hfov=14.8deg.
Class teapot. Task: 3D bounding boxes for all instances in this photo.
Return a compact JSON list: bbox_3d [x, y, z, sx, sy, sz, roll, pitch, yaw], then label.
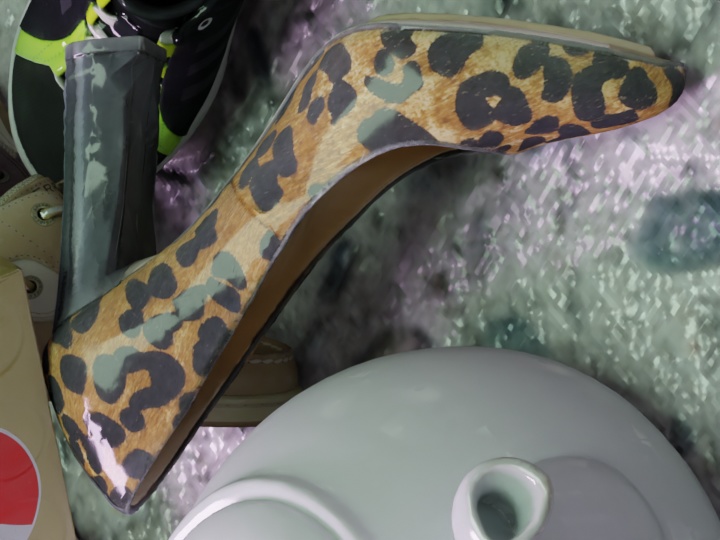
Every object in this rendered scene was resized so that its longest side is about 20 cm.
[{"bbox_3d":[0.002,0.117,0.787,0.197,0.146,0.201,22,109,45],"label":"teapot"}]

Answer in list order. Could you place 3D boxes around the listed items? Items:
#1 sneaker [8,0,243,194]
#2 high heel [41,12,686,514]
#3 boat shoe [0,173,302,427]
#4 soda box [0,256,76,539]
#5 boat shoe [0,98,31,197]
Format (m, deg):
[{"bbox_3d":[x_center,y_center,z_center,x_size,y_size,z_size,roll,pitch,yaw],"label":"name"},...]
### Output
[{"bbox_3d":[-0.070,-0.094,0.885,0.072,0.083,0.200,32,122,2],"label":"sneaker"},{"bbox_3d":[0.000,0.000,0.812,0.199,0.071,0.143,-2,84,23],"label":"high heel"},{"bbox_3d":[-0.110,0.001,0.910,0.199,0.072,0.065,17,96,11],"label":"boat shoe"},{"bbox_3d":[-0.127,0.093,0.856,0.064,0.067,0.201,25,129,55],"label":"soda box"},{"bbox_3d":[-0.146,-0.021,1.002,0.200,0.065,0.072,53,128,32],"label":"boat shoe"}]
